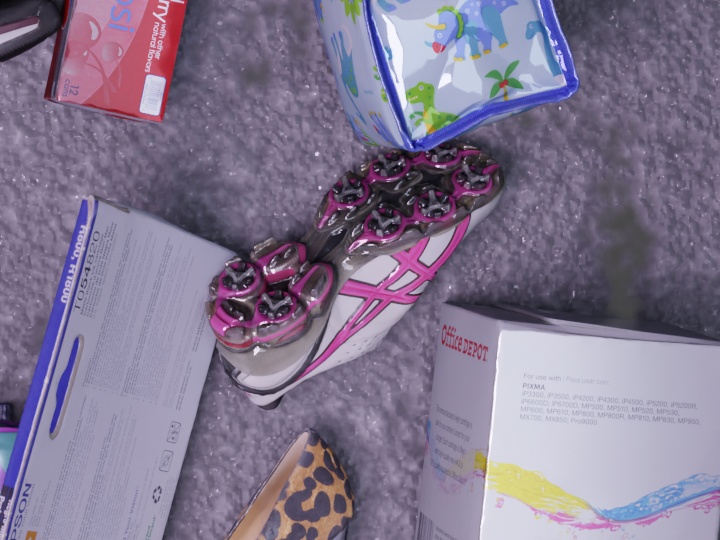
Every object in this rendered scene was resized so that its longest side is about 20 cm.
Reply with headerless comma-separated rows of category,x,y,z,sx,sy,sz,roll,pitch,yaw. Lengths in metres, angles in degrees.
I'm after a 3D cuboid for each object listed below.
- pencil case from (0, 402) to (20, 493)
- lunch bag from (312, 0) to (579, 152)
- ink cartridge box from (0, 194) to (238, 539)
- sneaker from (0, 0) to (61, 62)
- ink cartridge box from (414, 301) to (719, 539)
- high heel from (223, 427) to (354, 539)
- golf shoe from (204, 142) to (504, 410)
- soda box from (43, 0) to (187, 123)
pencil case,-0.215,0.178,1.477,0.092,0.085,0.201,1,96,24
lunch bag,0.030,-0.175,1.456,0.127,0.170,0.201,-22,96,-9
ink cartridge box,-0.142,0.065,1.426,0.040,0.200,0.200,14,86,20
sneaker,-0.271,-0.151,1.449,0.199,0.076,0.116,-17,94,-9
ink cartridge box,0.117,0.124,1.507,0.144,0.145,0.201,5,93,-12
high heel,-0.094,0.166,1.495,0.200,0.071,0.143,-6,102,-32
golf shoe,0.000,0.000,1.524,0.200,0.073,0.092,-34,140,-17
soda box,-0.124,-0.185,1.476,0.063,0.070,0.201,12,92,-12
